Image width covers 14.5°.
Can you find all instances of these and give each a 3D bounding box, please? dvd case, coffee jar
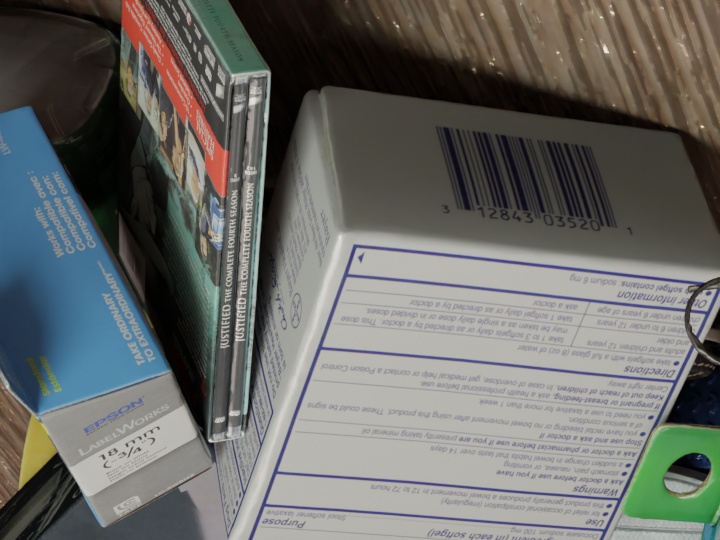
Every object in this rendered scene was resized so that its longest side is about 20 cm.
[{"bbox_3d":[-0.077,-0.045,1.253,0.022,0.146,0.200,-9,130,-20],"label":"dvd case"},{"bbox_3d":[-0.142,-0.039,1.407,0.104,0.085,0.200,11,151,21],"label":"coffee jar"}]

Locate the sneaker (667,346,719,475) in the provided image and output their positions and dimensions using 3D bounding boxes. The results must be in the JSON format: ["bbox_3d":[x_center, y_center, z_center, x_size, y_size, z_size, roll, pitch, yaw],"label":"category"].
[{"bbox_3d":[0.163,0.086,1.469,0.200,0.070,0.078,-4,154,40],"label":"sneaker"}]

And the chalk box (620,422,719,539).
[{"bbox_3d":[0.223,0.107,1.284,0.200,0.124,0.125,16,133,-1],"label":"chalk box"}]

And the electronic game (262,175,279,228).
[{"bbox_3d":[0.000,0.000,1.384,0.200,0.042,0.200,-1,157,0],"label":"electronic game"}]

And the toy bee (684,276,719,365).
[{"bbox_3d":[0.235,0.003,1.214,0.200,0.131,0.109,0,156,3],"label":"toy bee"}]

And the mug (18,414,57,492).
[{"bbox_3d":[-0.109,0.128,1.620,0.153,0.150,0.187,5,164,9],"label":"mug"}]

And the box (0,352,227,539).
[{"bbox_3d":[-0.104,0.139,1.464,0.124,0.197,0.200,43,106,-10],"label":"box"}]

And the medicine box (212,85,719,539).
[{"bbox_3d":[0.043,0.032,1.283,0.182,0.103,0.200,6,131,-17],"label":"medicine box"}]

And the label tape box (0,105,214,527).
[{"bbox_3d":[-0.133,0.011,1.224,0.063,0.144,0.200,-27,159,-5],"label":"label tape box"}]

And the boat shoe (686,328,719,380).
[{"bbox_3d":[0.088,0.062,1.431,0.200,0.060,0.074,-7,165,18],"label":"boat shoe"}]

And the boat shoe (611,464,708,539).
[{"bbox_3d":[0.117,0.122,1.426,0.200,0.072,0.062,9,-167,5],"label":"boat shoe"}]
